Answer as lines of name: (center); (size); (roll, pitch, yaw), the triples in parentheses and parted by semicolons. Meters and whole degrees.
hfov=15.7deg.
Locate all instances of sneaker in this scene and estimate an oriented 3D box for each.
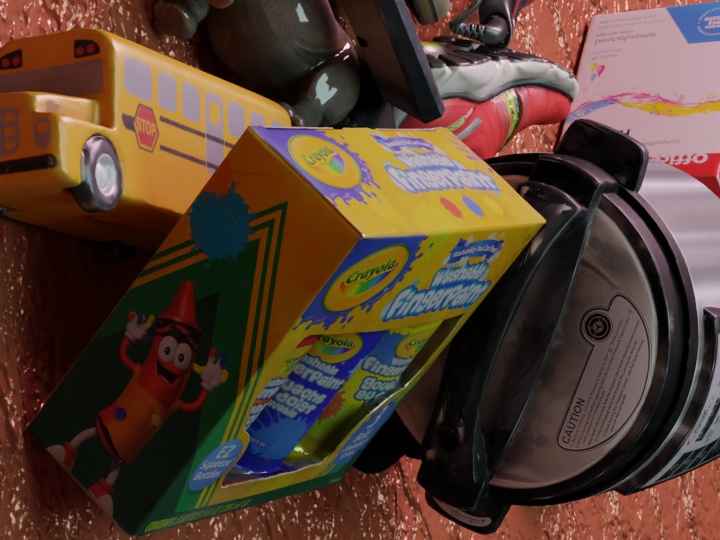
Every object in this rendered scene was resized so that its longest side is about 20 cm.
sneaker: (0.056, -0.084, 1.457); (0.200, 0.077, 0.086); (-8, 111, -60)

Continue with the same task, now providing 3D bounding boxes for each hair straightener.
hair straightener: (0.070, -0.176, 1.480); (0.200, 0.041, 0.078); (-59, 137, -66)

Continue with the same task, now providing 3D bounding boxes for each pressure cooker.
pressure cooker: (0.097, 0.030, 1.295); (0.200, 0.178, 0.177); (-2, 72, -63)

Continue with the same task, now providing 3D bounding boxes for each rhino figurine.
rhino figurine: (-0.058, -0.141, 1.221); (0.088, 0.059, 0.201); (-51, 124, -49)

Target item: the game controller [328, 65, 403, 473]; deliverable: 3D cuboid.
game controller: (0.000, 0.000, 1.337); (0.104, 0.042, 0.202); (-44, 124, -58)

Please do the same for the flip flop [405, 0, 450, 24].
flip flop: (0.032, -0.207, 1.356); (0.201, 0.057, 0.081); (75, -8, -52)

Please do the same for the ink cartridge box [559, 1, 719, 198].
ink cartridge box: (0.191, -0.076, 1.663); (0.067, 0.115, 0.201); (61, 34, -41)

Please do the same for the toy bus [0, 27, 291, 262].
toy bus: (-0.099, -0.050, 1.109); (0.200, 0.065, 0.079); (18, 70, -63)

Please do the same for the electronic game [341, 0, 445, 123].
electronic game: (-0.001, -0.167, 1.286); (0.200, 0.041, 0.201); (-22, 90, -87)

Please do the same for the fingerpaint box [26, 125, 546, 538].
fingerpaint box: (-0.026, 0.022, 1.135); (0.073, 0.167, 0.200); (43, 18, 17)
